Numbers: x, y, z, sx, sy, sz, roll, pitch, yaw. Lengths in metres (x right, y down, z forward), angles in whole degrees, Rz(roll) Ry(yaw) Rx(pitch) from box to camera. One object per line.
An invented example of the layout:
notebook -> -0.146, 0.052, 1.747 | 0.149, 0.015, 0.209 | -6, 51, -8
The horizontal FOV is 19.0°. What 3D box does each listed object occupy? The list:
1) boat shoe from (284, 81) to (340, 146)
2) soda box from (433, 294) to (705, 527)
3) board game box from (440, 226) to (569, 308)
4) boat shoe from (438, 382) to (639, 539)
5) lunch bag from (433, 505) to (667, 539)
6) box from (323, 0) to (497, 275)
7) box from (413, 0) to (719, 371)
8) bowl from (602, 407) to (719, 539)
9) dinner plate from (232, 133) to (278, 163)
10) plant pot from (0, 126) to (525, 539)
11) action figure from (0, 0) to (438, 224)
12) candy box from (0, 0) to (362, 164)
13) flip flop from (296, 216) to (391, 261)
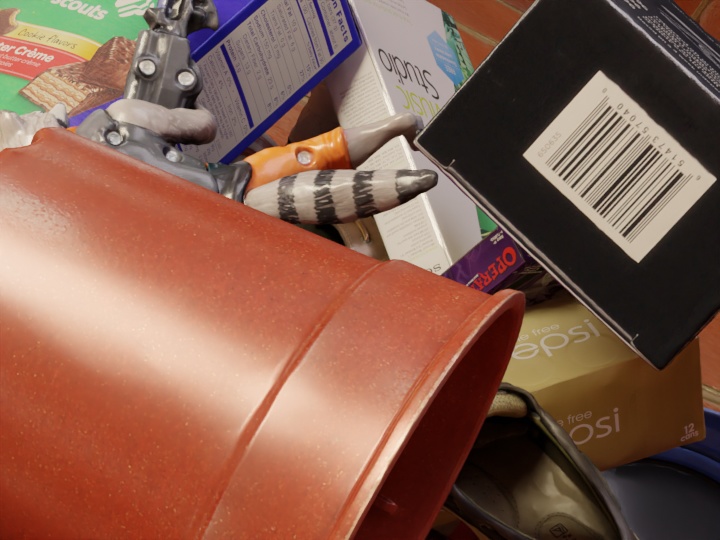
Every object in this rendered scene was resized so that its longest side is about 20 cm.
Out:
boat shoe -> 0.007, -0.105, 1.265 | 0.071, 0.070, 0.200 | 23, 22, 11
soda box -> 0.062, 0.069, 1.031 | 0.200, 0.064, 0.068 | -17, 34, -11
board game box -> 0.104, 0.017, 1.118 | 0.200, 0.120, 0.032 | -1, 63, -47
boat shoe -> 0.053, 0.074, 0.936 | 0.200, 0.073, 0.065 | 39, -25, 26
lunch bag -> 0.115, 0.129, 1.161 | 0.200, 0.082, 0.176 | 29, 19, -9
box -> 0.039, -0.065, 1.166 | 0.144, 0.036, 0.200 | 15, 52, -60
box -> 0.130, -0.053, 0.973 | 0.148, 0.104, 0.200 | 44, 15, 8
bowl -> 0.169, 0.161, 1.064 | 0.201, 0.039, 0.201 | 15, 51, -20
dinner plate -> -0.034, 0.012, 1.178 | 0.200, 0.024, 0.200 | 59, 16, -29
plant pot -> -0.070, 0.053, 0.824 | 0.195, 0.201, 0.201 | 28, 14, 11
action figure -> -0.066, -0.054, 0.946 | 0.193, 0.200, 0.105 | 5, -14, -5
candy box -> -0.128, -0.107, 1.087 | 0.169, 0.200, 0.077 | 21, -37, 36
flip flop -> 0.000, 0.000, 1.127 | 0.200, 0.058, 0.081 | -21, 87, -64
